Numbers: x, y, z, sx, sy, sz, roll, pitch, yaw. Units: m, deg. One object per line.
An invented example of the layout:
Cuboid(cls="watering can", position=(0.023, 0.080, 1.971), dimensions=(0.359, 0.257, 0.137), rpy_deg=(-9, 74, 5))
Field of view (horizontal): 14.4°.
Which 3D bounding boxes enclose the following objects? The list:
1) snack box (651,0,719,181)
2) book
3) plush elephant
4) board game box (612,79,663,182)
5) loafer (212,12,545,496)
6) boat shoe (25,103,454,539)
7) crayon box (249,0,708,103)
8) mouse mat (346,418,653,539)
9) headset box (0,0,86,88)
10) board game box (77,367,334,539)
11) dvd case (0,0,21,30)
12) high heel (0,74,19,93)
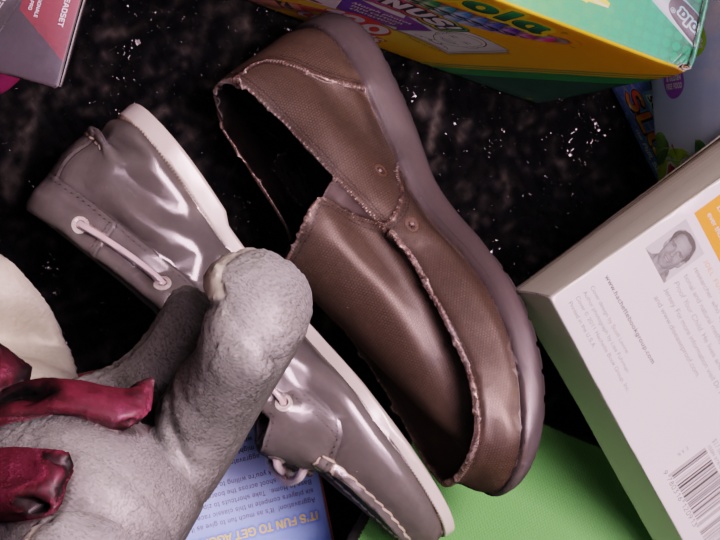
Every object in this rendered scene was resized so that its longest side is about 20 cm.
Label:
Cuboid(cls="snack box", position=(0.203, -0.094, 1.151), dimensions=(0.168, 0.068, 0.201), rpy_deg=(-4, 91, -24))
Cuboid(cls="book", position=(0.171, 0.008, 1.077), dimensions=(0.200, 0.048, 0.134), rpy_deg=(-35, 107, -17))
Cuboid(cls="plush elephant", position=(-0.130, 0.058, 0.960), dimensions=(0.154, 0.200, 0.165), rpy_deg=(32, 58, 2))
Cuboid(cls="board game box", position=(0.208, -0.083, 1.211), dimensions=(0.200, 0.034, 0.136), rpy_deg=(-33, 101, -23))
Cuboid(cls="loafer", position=(0.000, 0.000, 1.061), dimensions=(0.071, 0.073, 0.201), rpy_deg=(-16, 66, -30))
Cuboid(cls="boat shoe", position=(-0.045, 0.032, 1.048), dimensions=(0.057, 0.067, 0.200), rpy_deg=(-38, 92, -10))
Cuboid(cls="crayon box", position=(0.020, -0.125, 1.074), dimensions=(0.199, 0.119, 0.059), rpy_deg=(18, 79, -24))
Cuboid(cls="mouse mat", position=(0.070, 0.127, 1.055), dimensions=(0.160, 0.008, 0.200), rpy_deg=(23, 39, 8))
Cuboid(cls="headset box", position=(-0.158, -0.157, 0.963), dimensions=(0.199, 0.075, 0.149), rpy_deg=(14, 104, -11))
Cuboid(cls="board game box", position=(-0.107, 0.091, 1.055), dimensions=(0.199, 0.019, 0.103), rpy_deg=(-12, 91, -26))
Cuboid(cls="dvd case", position=(-0.222, -0.056, 0.942), dimensions=(0.146, 0.022, 0.200), rpy_deg=(31, 107, -17))
Cuboid(cls="high heel", position=(-0.124, -0.166, 1.017), dimensions=(0.067, 0.096, 0.201), rpy_deg=(-1, 88, -27))
